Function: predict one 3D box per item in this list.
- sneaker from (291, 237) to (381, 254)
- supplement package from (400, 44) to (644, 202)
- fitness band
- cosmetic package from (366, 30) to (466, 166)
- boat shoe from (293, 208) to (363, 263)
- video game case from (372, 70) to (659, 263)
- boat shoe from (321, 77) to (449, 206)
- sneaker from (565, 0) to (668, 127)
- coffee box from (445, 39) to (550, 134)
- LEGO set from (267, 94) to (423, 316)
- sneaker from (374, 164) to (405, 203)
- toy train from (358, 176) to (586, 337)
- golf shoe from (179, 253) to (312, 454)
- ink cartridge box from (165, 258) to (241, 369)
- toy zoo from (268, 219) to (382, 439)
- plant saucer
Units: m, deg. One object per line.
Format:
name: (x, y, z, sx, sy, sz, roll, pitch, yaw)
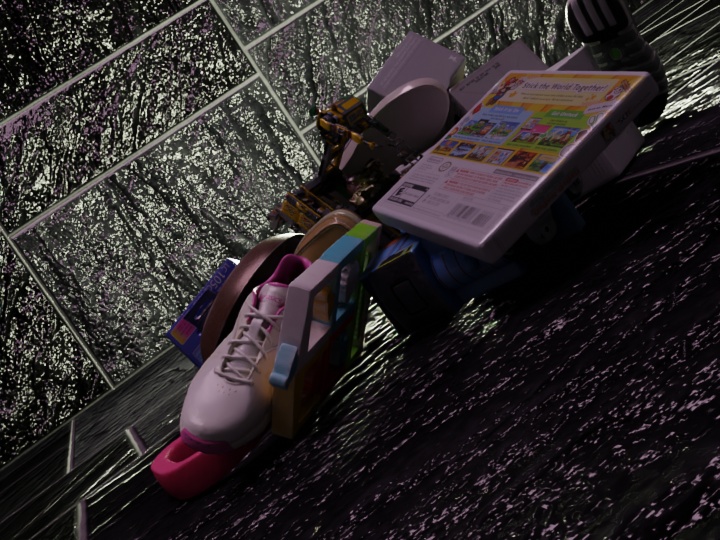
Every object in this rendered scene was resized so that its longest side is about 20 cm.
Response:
sneaker: (0.000, 0.000, 1.083, 0.197, 0.077, 0.114, -2, 30, 29)
supplement package: (0.162, -0.114, 1.010, 0.199, 0.118, 0.117, -30, 7, 36)
fitness band: (-0.122, 0.146, 0.908, 0.143, 0.038, 0.200, -37, 5, -19)
cosmetic package: (0.065, -0.181, 1.239, 0.107, 0.090, 0.201, -54, -19, -26)
boat shoe: (-0.057, 0.031, 0.948, 0.076, 0.071, 0.201, -34, -21, -57)
video game case: (0.114, -0.091, 0.801, 0.182, 0.023, 0.200, -45, 23, -8)
boat shoe: (0.018, -0.149, 1.092, 0.200, 0.074, 0.093, -44, 31, 30)
sneaker: (0.269, -0.249, 1.049, 0.074, 0.200, 0.117, -13, 50, 23)
coffee box: (0.168, -0.169, 1.231, 0.113, 0.080, 0.200, -37, -20, -12)
LEGO set: (0.000, -0.061, 0.979, 0.116, 0.200, 0.154, -39, -13, -40)
sneaker: (0.031, -0.069, 1.145, 0.099, 0.071, 0.200, -36, 23, -4)
toy train: (0.096, -0.024, 0.846, 0.199, 0.087, 0.115, -28, 18, 38)
golf shoe: (-0.087, 0.061, 0.814, 0.200, 0.075, 0.092, -58, -19, -51)
ink cartridge box: (-0.174, 0.060, 1.354, 0.137, 0.076, 0.200, -50, -9, 4)
toy zoo: (-0.031, 0.049, 0.832, 0.020, 0.133, 0.200, 15, 25, 15)
plant saucer: (-0.126, 0.039, 1.167, 0.201, 0.034, 0.201, -54, -15, -22)
